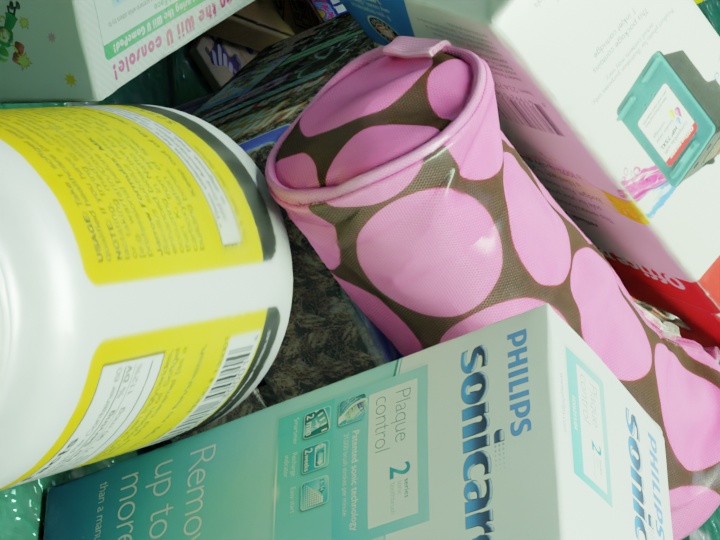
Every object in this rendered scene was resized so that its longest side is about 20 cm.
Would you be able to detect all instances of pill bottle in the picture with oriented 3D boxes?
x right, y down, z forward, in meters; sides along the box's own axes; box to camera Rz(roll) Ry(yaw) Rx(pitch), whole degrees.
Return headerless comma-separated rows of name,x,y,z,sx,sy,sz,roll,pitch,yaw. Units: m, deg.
pill bottle,-0.110,0.008,0.775,0.200,0.114,0.115,-10,80,-66

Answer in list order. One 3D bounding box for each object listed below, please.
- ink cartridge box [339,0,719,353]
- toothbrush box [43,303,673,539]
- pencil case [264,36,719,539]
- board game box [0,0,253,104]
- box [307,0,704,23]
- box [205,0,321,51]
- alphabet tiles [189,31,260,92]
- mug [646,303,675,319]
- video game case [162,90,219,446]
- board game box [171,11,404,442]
ink cartridge box,0.087,-0.057,0.929,0.200,0.067,0.116,48,-13,-35
toothbrush box,-0.003,0.119,0.808,0.085,0.199,0.147,46,34,-42
pencil case,0.055,0.006,0.878,0.094,0.091,0.200,-54,126,-21
board game box,-0.093,-0.174,0.863,0.147,0.064,0.201,-39,124,-52
box,0.065,-0.202,1.138,0.122,0.192,0.201,55,20,-44
box,-0.074,-0.177,1.097,0.200,0.021,0.164,12,59,-59
alphabet tiles,-0.024,-0.047,1.129,0.167,0.008,0.200,58,26,-25
mug,0.094,-0.010,1.175,0.153,0.149,0.187,40,54,-68
video game case,-0.044,0.032,1.001,0.143,0.019,0.201,-28,98,-62
board game box,0.000,0.000,0.977,0.160,0.097,0.200,63,29,-13
